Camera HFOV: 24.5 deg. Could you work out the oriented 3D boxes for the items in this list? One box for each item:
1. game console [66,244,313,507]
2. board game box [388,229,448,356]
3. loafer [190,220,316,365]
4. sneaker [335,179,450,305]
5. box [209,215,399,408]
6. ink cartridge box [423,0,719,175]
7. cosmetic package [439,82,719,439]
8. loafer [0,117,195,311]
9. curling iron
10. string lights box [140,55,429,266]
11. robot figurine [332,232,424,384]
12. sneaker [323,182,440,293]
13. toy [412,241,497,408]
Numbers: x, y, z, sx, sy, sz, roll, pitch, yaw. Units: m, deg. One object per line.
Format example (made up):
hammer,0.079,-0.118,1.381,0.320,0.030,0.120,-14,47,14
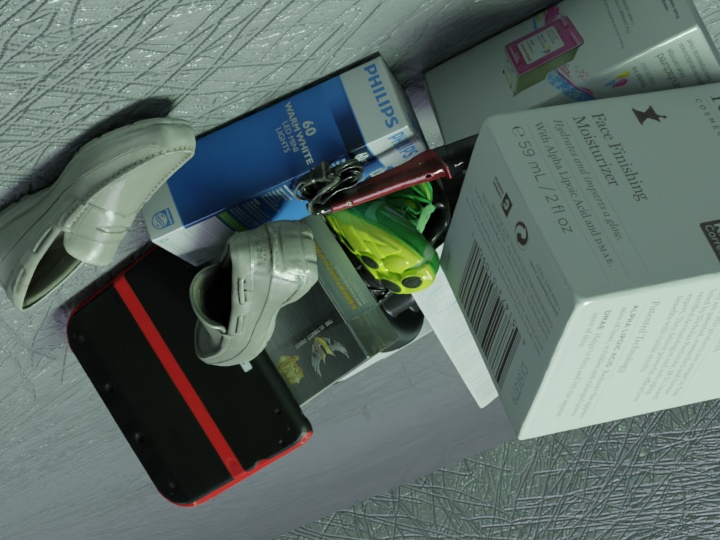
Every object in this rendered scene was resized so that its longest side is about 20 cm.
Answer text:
game console,-0.146,0.086,1.369,0.177,0.201,0.031,-33,178,33
board game box,0.095,-0.003,1.587,0.200,0.035,0.126,-32,-160,34
loafer,-0.093,0.018,1.214,0.069,0.070,0.200,0,155,-22
sneaker,0.000,0.000,1.367,0.200,0.076,0.091,-53,-158,8
box,-0.084,0.041,1.352,0.200,0.159,0.048,-36,174,39
ink cartridge box,0.166,-0.123,1.218,0.199,0.085,0.145,-25,143,16
cosmetic package,0.186,-0.008,1.150,0.199,0.165,0.165,-11,145,-19
loafer,-0.180,-0.038,1.126,0.200,0.070,0.070,-33,162,36
curling iron,0.051,-0.075,1.146,0.199,0.026,0.050,-15,162,-2
string lights box,-0.055,-0.075,1.198,0.199,0.059,0.103,-24,166,7
robot figurine,-0.021,0.036,1.507,0.199,0.125,0.150,-30,131,27
sneaker,0.019,-0.048,1.270,0.083,0.074,0.200,-37,-152,-1
toy,0.110,0.023,1.472,0.115,0.047,0.200,-37,131,-5
